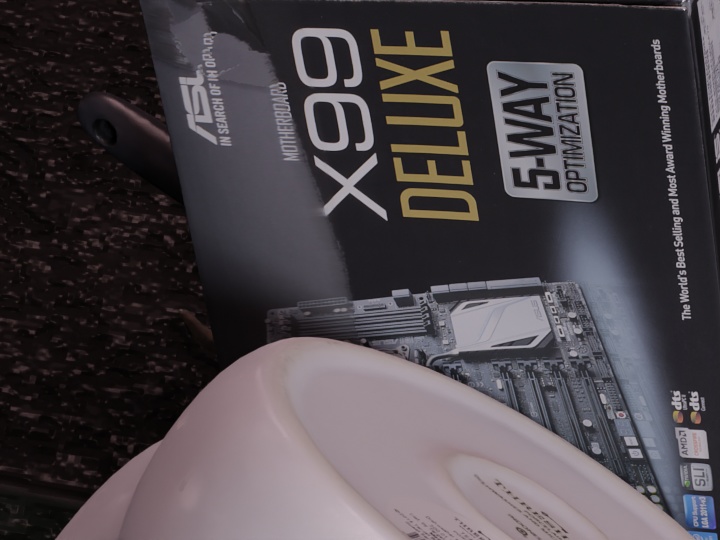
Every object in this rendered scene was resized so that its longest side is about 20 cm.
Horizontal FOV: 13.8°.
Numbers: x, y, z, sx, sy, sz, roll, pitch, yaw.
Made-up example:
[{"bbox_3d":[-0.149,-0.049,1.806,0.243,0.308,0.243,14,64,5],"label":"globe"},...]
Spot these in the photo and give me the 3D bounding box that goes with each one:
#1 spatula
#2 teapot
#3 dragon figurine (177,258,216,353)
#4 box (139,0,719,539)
[{"bbox_3d":[0.000,0.000,0.911,0.200,0.057,0.021,30,48,-4],"label":"spatula"},{"bbox_3d":[0.012,0.124,0.777,0.197,0.146,0.200,24,15,-26],"label":"teapot"},{"bbox_3d":[-0.019,-0.025,1.002,0.099,0.059,0.200,33,45,26],"label":"dragon figurine"},{"bbox_3d":[0.033,-0.002,0.848,0.157,0.200,0.050,4,35,21],"label":"box"}]
